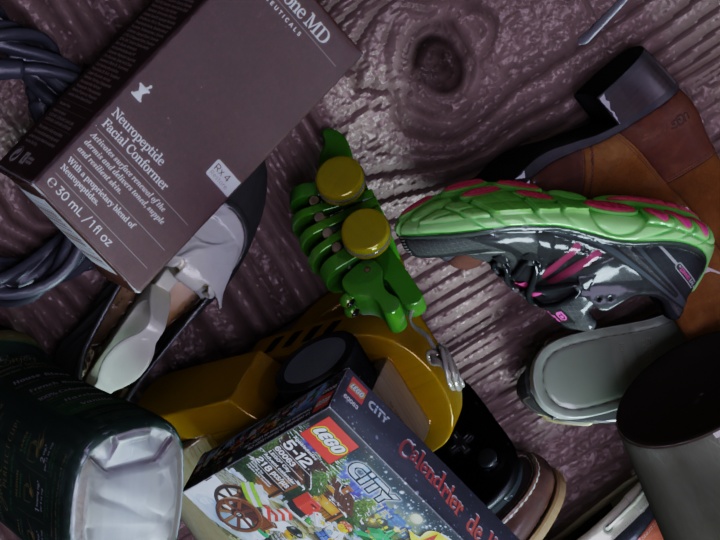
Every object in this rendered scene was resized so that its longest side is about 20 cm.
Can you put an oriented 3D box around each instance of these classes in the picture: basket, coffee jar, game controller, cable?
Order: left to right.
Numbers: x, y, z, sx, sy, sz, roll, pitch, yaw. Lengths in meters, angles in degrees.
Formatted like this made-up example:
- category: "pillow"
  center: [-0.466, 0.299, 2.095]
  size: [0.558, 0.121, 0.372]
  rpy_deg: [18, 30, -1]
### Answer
- category: "cable"
  center: [-0.224, -0.067, 1.658]
  size: [0.200, 0.051, 0.164]
  rpy_deg: [35, 90, -27]
- category: "coffee jar"
  center: [-0.191, 0.104, 1.647]
  size: [0.085, 0.200, 0.105]
  rpy_deg: [-11, 115, -38]
- category: "game controller"
  center: [0.008, 0.155, 1.769]
  size: [0.200, 0.105, 0.042]
  rpy_deg: [-40, 155, 4]
- category: "basket"
  center: [0.251, 0.147, 1.738]
  size: [0.136, 0.180, 0.201]
  rpy_deg: [-47, 118, -31]

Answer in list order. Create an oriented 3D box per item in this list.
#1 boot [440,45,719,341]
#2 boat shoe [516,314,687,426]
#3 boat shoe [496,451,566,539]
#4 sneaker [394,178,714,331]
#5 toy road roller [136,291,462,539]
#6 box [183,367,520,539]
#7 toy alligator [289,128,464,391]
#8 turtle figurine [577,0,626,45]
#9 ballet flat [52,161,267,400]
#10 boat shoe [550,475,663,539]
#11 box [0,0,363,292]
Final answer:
- category: "boot"
  center: [0.169, -0.009, 1.757]
  size: [0.188, 0.068, 0.200]
  rpy_deg: [-42, 105, -10]
- category: "boat shoe"
  center: [0.199, 0.061, 1.805]
  size: [0.200, 0.061, 0.072]
  rpy_deg: [-5, 82, -14]
- category: "boat shoe"
  center: [0.045, 0.188, 1.804]
  size: [0.200, 0.070, 0.070]
  rpy_deg: [-45, 118, 5]
- category: "sneaker"
  center: [0.117, -0.006, 1.674]
  size: [0.198, 0.077, 0.084]
  rpy_deg: [7, 103, -13]
- category: "toy road roller"
  center: [-0.028, 0.085, 1.738]
  size: [0.199, 0.146, 0.123]
  rpy_deg: [-16, 119, 33]
- category: "box"
  center: [0.009, 0.162, 1.657]
  size: [0.200, 0.038, 0.136]
  rpy_deg: [45, 131, -16]
- category: "toy alligator"
  center: [0.000, 0.000, 1.667]
  size: [0.054, 0.201, 0.059]
  rpy_deg: [-25, 149, -1]
- category: "turtle figurine"
  center: [0.139, -0.233, 1.597]
  size: [0.199, 0.194, 0.145]
  rpy_deg: [-28, 81, -9]
- category: "ballet flat"
  center: [-0.116, 0.013, 1.699]
  size: [0.068, 0.068, 0.201]
  rpy_deg: [31, 100, -22]
- category: "boat shoe"
  center: [0.119, 0.201, 1.829]
  size: [0.199, 0.071, 0.063]
  rpy_deg: [-27, 102, 3]
- category: "box"
  center: [-0.105, -0.095, 1.637]
  size: [0.200, 0.075, 0.100]
  rpy_deg: [-49, 117, -10]
